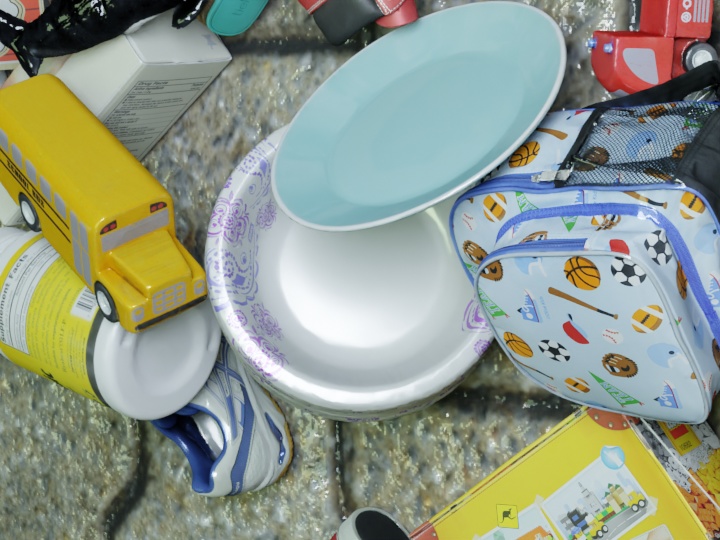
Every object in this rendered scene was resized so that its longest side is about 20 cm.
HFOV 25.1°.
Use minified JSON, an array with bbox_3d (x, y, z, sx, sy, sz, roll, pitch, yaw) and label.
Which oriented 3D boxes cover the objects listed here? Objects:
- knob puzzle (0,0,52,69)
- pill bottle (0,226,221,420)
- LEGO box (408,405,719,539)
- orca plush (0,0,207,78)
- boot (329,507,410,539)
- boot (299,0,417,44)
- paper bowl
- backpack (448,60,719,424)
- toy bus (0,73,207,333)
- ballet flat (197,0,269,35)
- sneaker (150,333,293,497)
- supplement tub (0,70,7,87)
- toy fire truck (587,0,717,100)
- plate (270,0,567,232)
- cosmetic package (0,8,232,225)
[{"bbox_3d":[-0.239,-0.213,1.198,0.220,0.219,0.030,-45,44,33],"label":"knob puzzle"},{"bbox_3d":[-0.206,0.029,1.187,0.200,0.111,0.111,19,110,39],"label":"pill bottle"},{"bbox_3d":[0.151,0.178,1.045,0.200,0.077,0.149,-42,74,34],"label":"LEGO box"},{"bbox_3d":[-0.175,-0.210,1.104,0.200,0.071,0.105,-18,76,17],"label":"orca plush"},{"bbox_3d":[0.022,0.291,1.168,0.200,0.072,0.144,52,124,26],"label":"boot"},{"bbox_3d":[0.008,-0.236,1.006,0.144,0.072,0.200,46,133,2],"label":"boot"},{"bbox_3d":[0.000,0.000,1.071,0.200,0.104,0.201,0,77,0],"label":"paper bowl"},{"bbox_3d":[0.150,-0.007,0.945,0.190,0.154,0.200,9,134,46],"label":"backpack"},{"bbox_3d":[-0.181,-0.047,1.097,0.200,0.065,0.078,44,146,35],"label":"toy bus"},{"bbox_3d":[-0.056,-0.251,1.134,0.200,0.068,0.072,-44,53,37],"label":"ballet flat"},{"bbox_3d":[-0.127,0.078,1.222,0.075,0.088,0.200,-42,72,35],"label":"sneaker"},{"bbox_3d":[-0.399,-0.127,1.309,0.145,0.200,0.146,8,103,35],"label":"supplement tub"},{"bbox_3d":[0.142,-0.199,0.947,0.049,0.141,0.200,-127,39,-73],"label":"toy fire truck"},{"bbox_3d":[0.037,-0.090,0.979,0.200,0.200,0.026,-6,134,36],"label":"plate"},{"bbox_3d":[-0.205,-0.129,1.231,0.200,0.103,0.087,-41,73,32],"label":"cosmetic package"}]
